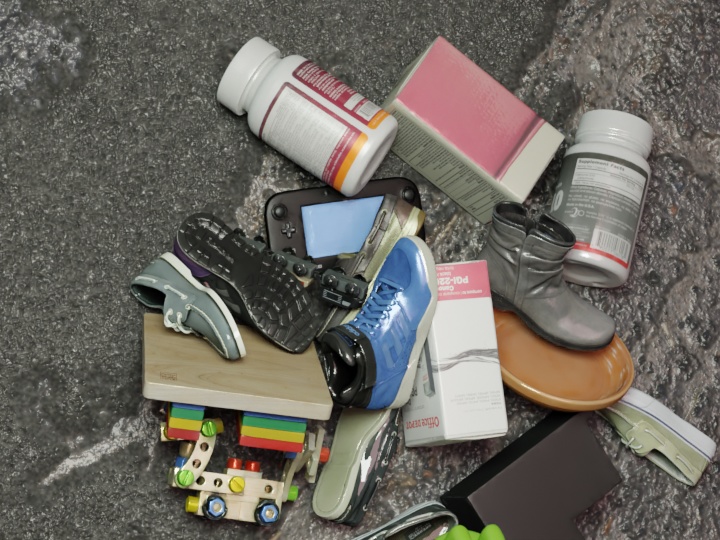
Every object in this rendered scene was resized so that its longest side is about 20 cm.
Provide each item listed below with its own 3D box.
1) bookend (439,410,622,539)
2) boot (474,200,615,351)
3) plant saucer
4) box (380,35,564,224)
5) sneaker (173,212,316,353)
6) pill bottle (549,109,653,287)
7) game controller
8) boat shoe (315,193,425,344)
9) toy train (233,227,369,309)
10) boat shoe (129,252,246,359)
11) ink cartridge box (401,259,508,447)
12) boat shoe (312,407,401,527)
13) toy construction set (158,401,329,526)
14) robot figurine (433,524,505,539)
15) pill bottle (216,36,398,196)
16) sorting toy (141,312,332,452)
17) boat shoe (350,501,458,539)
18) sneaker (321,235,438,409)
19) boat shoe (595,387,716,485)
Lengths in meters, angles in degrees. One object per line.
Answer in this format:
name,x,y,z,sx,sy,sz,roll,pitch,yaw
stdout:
bookend,0.236,0.297,1.596,0.199,0.092,0.200,-34,92,-20
boot,0.229,0.008,1.579,0.199,0.132,0.070,24,41,1
plant saucer,0.230,0.104,1.606,0.198,0.038,0.201,12,35,-8
box,0.125,-0.168,1.625,0.199,0.128,0.109,37,72,-8
sneaker,-0.133,0.021,1.532,0.200,0.088,0.076,45,63,3
pill bottle,0.299,-0.090,1.670,0.113,0.114,0.202,19,75,-12
game controller,-0.018,-0.052,1.610,0.198,0.042,0.105,-9,83,-16
boat shoe,0.000,0.000,1.576,0.065,0.073,0.201,35,93,0
toy train,-0.083,0.000,1.548,0.199,0.046,0.034,21,32,17
boat shoe,-0.193,0.049,1.479,0.061,0.200,0.073,-29,132,-21
ink cartridge box,0.099,0.101,1.561,0.084,0.146,0.202,-6,81,-18
boat shoe,0.012,0.208,1.563,0.066,0.074,0.201,39,61,-36
toy construction set,-0.137,0.219,1.510,0.198,0.092,0.132,7,78,-3
robot figurine,0.108,0.376,1.504,0.174,0.201,0.116,3,40,-25
pill bottle,-0.063,-0.184,1.572,0.199,0.110,0.110,34,73,6
sorting toy,-0.145,0.126,1.475,0.198,0.199,0.070,8,108,-12
boat shoe,0.027,0.330,1.541,0.199,0.071,0.072,-36,91,-19
sneaker,0.015,0.059,1.478,0.111,0.077,0.202,1,107,-41
boat shoe,0.357,0.200,1.658,0.199,0.072,0.062,30,71,-12
